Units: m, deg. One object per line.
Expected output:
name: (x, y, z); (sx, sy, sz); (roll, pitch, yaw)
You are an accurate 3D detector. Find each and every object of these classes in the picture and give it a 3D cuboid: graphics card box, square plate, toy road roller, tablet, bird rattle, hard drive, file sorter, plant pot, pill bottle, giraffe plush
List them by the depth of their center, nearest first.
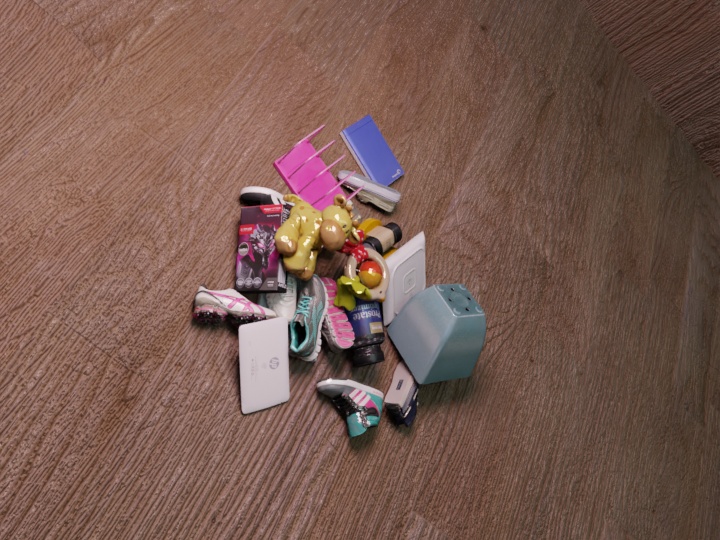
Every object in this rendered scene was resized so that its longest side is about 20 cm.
tablet: (-0.217, 0.215, 1.425); (0.127, 0.013, 0.208); (-9, 106, -38)
giraffe plush: (-0.087, -0.090, 1.436); (0.173, 0.157, 0.207); (45, 46, -61)
graphics card box: (-0.227, -0.050, 1.467); (0.051, 0.121, 0.208); (20, 71, -64)
bird rattle: (0.000, 0.000, 1.543); (0.159, 0.112, 0.206); (19, 56, -29)
pill bottle: (0.003, 0.138, 1.600); (0.109, 0.111, 0.207); (-4, 77, -36)
file sorter: (-0.102, -0.253, 1.643); (0.139, 0.124, 0.202); (-42, 100, -37)
plant pot: (0.220, 0.149, 1.653); (0.191, 0.203, 0.198); (-2, 43, -35)
toy road roller: (0.029, -0.043, 1.693); (0.122, 0.143, 0.206); (-34, 132, -38)
square plate: (0.126, 0.025, 1.709); (0.198, 0.028, 0.204); (-36, 133, -39)
hard drive: (0.036, -0.343, 1.836); (0.131, 0.025, 0.203); (-37, 98, -38)

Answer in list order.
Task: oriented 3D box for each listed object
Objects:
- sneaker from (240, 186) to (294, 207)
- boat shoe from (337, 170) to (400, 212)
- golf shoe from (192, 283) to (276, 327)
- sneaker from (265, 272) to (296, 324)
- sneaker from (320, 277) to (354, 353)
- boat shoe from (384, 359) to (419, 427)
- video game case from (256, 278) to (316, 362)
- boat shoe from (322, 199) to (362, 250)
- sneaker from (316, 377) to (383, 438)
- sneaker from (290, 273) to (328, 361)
sneaker: (-0.212, -0.127, 1.555); (0.195, 0.072, 0.116); (17, 66, -30)
boat shoe: (0.021, -0.221, 1.760); (0.195, 0.063, 0.072); (21, 18, -15)
golf shoe: (-0.281, 0.080, 1.428); (0.194, 0.073, 0.095); (14, 52, -25)
sneaker: (-0.183, 0.025, 1.495); (0.073, 0.080, 0.207); (1, 75, -37)
sneaker: (-0.076, 0.117, 1.554); (0.072, 0.088, 0.205); (-4, 59, -31)
boat shoe: (0.126, 0.320, 1.668); (0.201, 0.073, 0.095); (-54, 131, -41)
video game case: (-0.173, 0.104, 1.540); (0.178, 0.023, 0.206); (21, 63, -29)
boat shoe: (-0.073, -0.094, 1.625); (0.060, 0.072, 0.203); (43, 71, -7)
sneaker: (-0.026, 0.343, 1.535); (0.196, 0.083, 0.124); (22, 54, -30)
sneaker: (-0.126, 0.108, 1.471); (0.091, 0.075, 0.208); (24, 68, -69)
